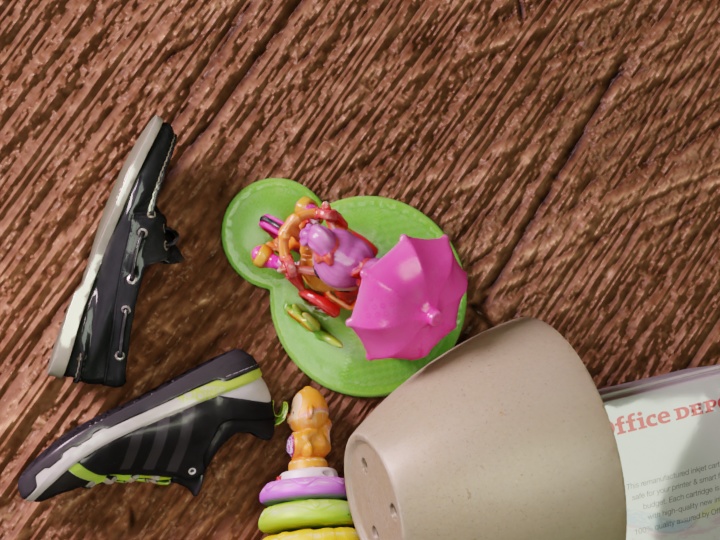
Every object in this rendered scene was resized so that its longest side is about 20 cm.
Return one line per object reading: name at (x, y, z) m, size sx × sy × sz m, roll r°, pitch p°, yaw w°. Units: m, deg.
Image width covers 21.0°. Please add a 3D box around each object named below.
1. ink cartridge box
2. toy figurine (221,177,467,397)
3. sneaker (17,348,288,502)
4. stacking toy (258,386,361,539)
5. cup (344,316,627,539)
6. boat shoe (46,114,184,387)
ink cartridge box at (0.219, 0.178, 1.410) m, size 0.145 × 0.145 × 0.201 m, roll -12°, pitch 89°, yaw -11°
toy figurine at (0.000, 0.000, 1.362) m, size 0.200 × 0.184 × 0.150 m, roll 35°, pitch 82°, yaw -6°
sneaker at (-0.145, 0.130, 1.387) m, size 0.199 × 0.072 × 0.083 m, roll -27°, pitch 93°, yaw -10°
stacking toy at (-0.034, 0.182, 1.398) m, size 0.109 × 0.116 × 0.201 m, roll -2°, pitch 76°, yaw -9°
cup at (0.073, 0.145, 1.340) m, size 0.143 × 0.200 × 0.201 m, roll -13°, pitch 89°, yaw -21°
boat shoe at (-0.160, -0.009, 1.391) m, size 0.066 × 0.074 × 0.200 m, roll 21°, pitch 84°, yaw -10°
